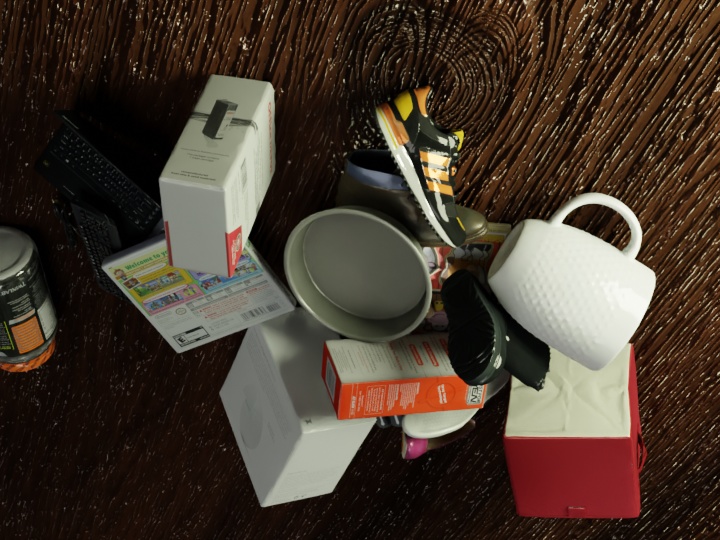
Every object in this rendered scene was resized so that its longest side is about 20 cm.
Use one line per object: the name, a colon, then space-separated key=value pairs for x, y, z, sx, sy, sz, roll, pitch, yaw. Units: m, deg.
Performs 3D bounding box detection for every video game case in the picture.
video game case: x=-0.215 y=0.018 z=1.638 sx=0.199 sy=0.022 sz=0.182 roll=-20 pitch=127 yaw=23

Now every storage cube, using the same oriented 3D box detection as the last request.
storage cube: x=0.297 y=0.224 z=1.711 sx=0.198 sy=0.172 sz=0.181 roll=-1 pitch=134 yaw=15

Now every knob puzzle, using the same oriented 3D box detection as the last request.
knob puzzle: x=0.103 y=0.028 z=1.615 sx=0.217 sy=0.031 sz=0.221 roll=1 pitch=122 yaw=1

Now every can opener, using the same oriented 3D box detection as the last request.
can opener: x=0.009 y=0.126 z=1.670 sx=0.053 sy=0.067 sz=0.202 roll=-10 pitch=102 yaw=38

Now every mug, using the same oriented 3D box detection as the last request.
mug: x=0.268 y=-0.002 z=1.527 sx=0.174 sy=0.148 sz=0.201 roll=30 pitch=107 yaw=-4

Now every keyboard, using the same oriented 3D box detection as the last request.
keyboard: x=-0.370 y=-0.033 z=1.688 sx=0.127 sy=0.021 sz=0.201 roll=30 pitch=150 yaw=20

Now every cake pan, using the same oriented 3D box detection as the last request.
cake pan: x=0.000 y=0.000 z=1.554 sx=0.198 sy=0.037 sz=0.202 roll=12 pitch=128 yaw=15

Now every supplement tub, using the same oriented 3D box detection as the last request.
supplement tub: x=-0.507 y=0.045 z=1.763 sx=0.121 sy=0.123 sz=0.201 roll=6 pitch=135 yaw=7

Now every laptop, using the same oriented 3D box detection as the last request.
laptop: x=-0.336 y=-0.107 z=1.556 sx=0.177 sy=0.103 sz=0.200 roll=42 pitch=131 yaw=-7

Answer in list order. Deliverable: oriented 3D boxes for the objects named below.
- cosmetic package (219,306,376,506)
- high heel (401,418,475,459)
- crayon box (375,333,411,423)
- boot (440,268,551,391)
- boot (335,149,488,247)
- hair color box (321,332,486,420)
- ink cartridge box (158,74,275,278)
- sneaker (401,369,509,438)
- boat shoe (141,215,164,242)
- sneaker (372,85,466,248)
cosmetic package: x=-0.093 y=0.190 z=1.733 sx=0.122 sy=0.200 sz=0.201 roll=-7 pitch=145 yaw=-28
high heel: x=0.113 y=0.236 z=1.771 sx=0.095 sy=0.068 sz=0.200 roll=4 pitch=180 yaw=9
crayon box: x=0.045 y=0.136 z=1.764 sx=0.118 sy=0.059 sz=0.200 roll=30 pitch=133 yaw=-15
boot: x=0.179 y=0.100 z=1.546 sx=0.073 sy=0.199 sz=0.162 roll=-37 pitch=124 yaw=20
boot: x=0.064 y=-0.090 z=1.522 sx=0.198 sy=0.075 sz=0.097 roll=10 pitch=139 yaw=7
hair color box: x=0.056 y=0.136 z=1.597 sx=0.198 sy=0.102 sz=0.062 roll=-3 pitch=122 yaw=-14
ink cartridge box: x=-0.166 y=-0.116 z=1.464 sx=0.083 sy=0.201 sz=0.145 roll=11 pitch=136 yaw=8
sneaker: x=0.123 y=0.197 z=1.731 sx=0.071 sy=0.199 sz=0.099 roll=51 pitch=143 yaw=13
boat shoe: x=-0.243 y=-0.057 z=1.641 sx=0.066 sy=0.070 sz=0.200 roll=17 pitch=136 yaw=-31
sneaker: x=0.094 y=-0.123 z=1.456 sx=0.090 sy=0.070 sz=0.201 roll=-29 pitch=106 yaw=5
